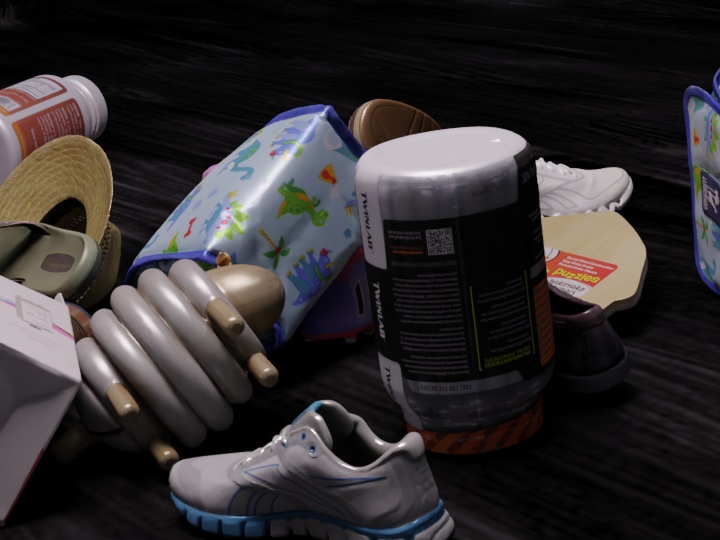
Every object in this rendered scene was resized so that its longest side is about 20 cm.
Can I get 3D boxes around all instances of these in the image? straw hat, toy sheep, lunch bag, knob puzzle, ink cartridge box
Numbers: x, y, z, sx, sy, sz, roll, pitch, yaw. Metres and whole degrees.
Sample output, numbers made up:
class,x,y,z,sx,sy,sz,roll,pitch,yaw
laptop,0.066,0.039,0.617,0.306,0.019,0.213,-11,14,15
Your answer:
class,x,y,z,sx,sy,sz,roll,pitch,yaw
straw hat,-0.262,-0.012,1.514,0.200,0.202,0.085,12,-15,46
toy sheep,-0.136,0.066,1.189,0.200,0.138,0.138,-36,24,-9
lunch bag,0.323,-0.072,1.339,0.127,0.171,0.200,1,22,24
knob puzzle,0.144,0.011,1.359,0.218,0.031,0.220,-13,27,7
lunch bag,-0.092,-0.029,1.360,0.200,0.128,0.170,-1,44,54
ink cartridge box,-0.255,0.079,1.191,0.067,0.117,0.200,27,8,-18

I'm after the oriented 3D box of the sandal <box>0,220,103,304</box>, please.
class,x,y,z,sx,sy,sz,roll,pitch,yaw
sandal,-0.297,-0.014,1.441,0.200,0.080,0.057,-2,-24,43

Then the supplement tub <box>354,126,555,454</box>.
class,x,y,z,sx,sy,sz,roll,pitch,yaw
supplement tub,0.066,0.013,1.141,0.122,0.201,0.123,-7,17,2

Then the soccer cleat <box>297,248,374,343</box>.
class,x,y,z,sx,sy,sz,roll,pitch,yaw
soccer cleat,0.000,0.000,1.406,0.066,0.077,0.200,2,20,27

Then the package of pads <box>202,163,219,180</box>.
class,x,y,z,sx,sy,sz,roll,pitch,yaw
package of pads,-0.058,-0.068,1.638,0.120,0.076,0.200,-20,22,-25

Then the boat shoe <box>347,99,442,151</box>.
class,x,y,z,sx,sy,sz,roll,pitch,yaw
boat shoe,0.046,-0.079,1.415,0.072,0.073,0.200,-4,-22,40

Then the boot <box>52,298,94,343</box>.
class,x,y,z,sx,sy,sz,roll,pitch,yaw
boot,-0.322,0.058,1.370,0.199,0.075,0.097,0,17,18

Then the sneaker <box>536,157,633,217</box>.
class,x,y,z,sx,sy,sz,roll,pitch,yaw
sneaker,0.160,-0.075,1.565,0.199,0.082,0.075,-12,17,-17

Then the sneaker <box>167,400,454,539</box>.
class,x,y,z,sx,sy,sz,roll,pitch,yaw
sneaker,-0.036,0.119,1.050,0.199,0.087,0.075,1,22,30

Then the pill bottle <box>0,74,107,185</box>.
class,x,y,z,sx,sy,sz,roll,pitch,yaw
pill bottle,-0.394,-0.168,2.024,0.112,0.113,0.200,3,20,29

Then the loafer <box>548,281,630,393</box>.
class,x,y,z,sx,sy,sz,roll,pitch,yaw
loafer,0.123,0.025,1.240,0.072,0.063,0.200,-29,30,-21
